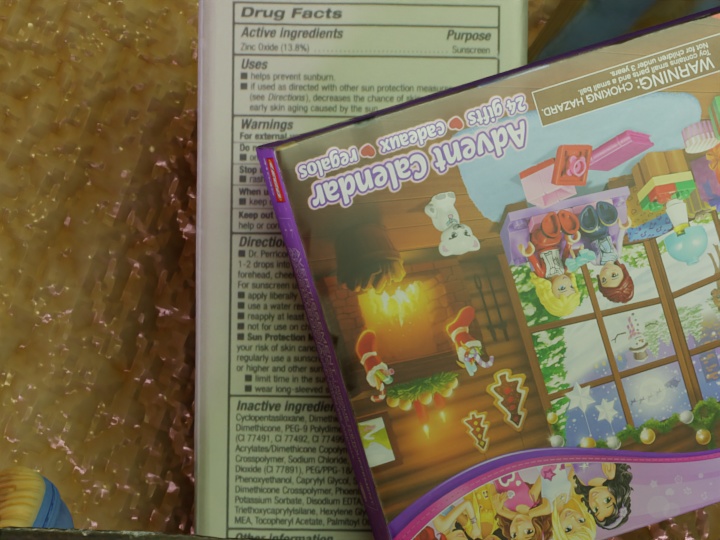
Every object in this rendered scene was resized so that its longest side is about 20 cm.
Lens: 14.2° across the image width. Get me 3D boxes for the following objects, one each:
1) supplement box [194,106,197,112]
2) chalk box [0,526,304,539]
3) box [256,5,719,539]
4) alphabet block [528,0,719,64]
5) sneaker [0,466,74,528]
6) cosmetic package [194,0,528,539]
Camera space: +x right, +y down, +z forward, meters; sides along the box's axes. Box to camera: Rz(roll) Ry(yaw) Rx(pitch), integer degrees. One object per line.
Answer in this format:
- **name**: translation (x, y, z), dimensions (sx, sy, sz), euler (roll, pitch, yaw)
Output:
- **supplement box**: translation (0.040, -0.014, 0.985), dimensions (0.200, 0.067, 0.069), euler (44, 60, 0)
- **chalk box**: translation (-0.021, 0.156, 0.818), dimensions (0.124, 0.200, 0.124), euler (0, 72, 20)
- **box**: translation (0.084, 0.000, 0.843), dimensions (0.200, 0.039, 0.137), euler (-18, 95, -9)
- **alphabet block**: translation (0.190, -0.094, 1.004), dimensions (0.195, 0.196, 0.200), euler (39, 60, -4)
- **sneaker**: translation (-0.117, 0.159, 0.856), dimensions (0.088, 0.075, 0.200), euler (32, 61, -26)
- **cosmetic package**: translation (0.000, 0.000, 0.898), dimensions (0.103, 0.087, 0.200), euler (2, 92, 0)
